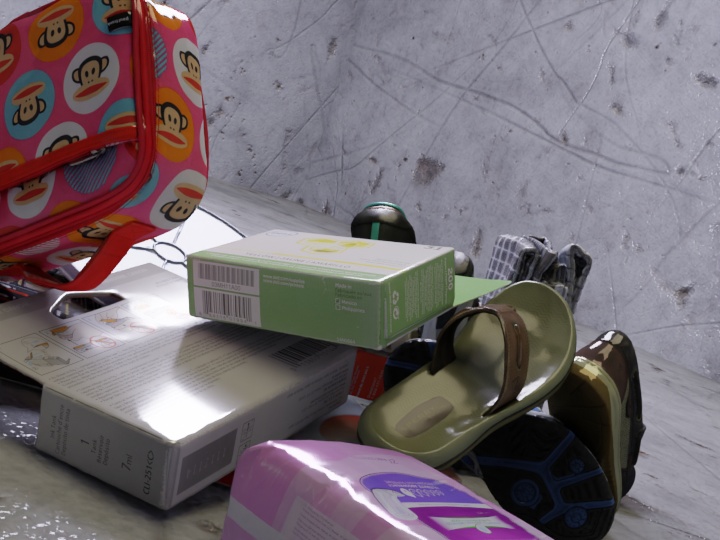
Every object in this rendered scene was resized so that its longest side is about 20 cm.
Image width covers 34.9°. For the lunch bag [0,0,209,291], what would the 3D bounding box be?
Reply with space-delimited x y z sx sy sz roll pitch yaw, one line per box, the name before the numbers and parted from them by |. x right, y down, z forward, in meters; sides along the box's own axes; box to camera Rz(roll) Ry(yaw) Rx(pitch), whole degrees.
lunch bag | -0.189 -0.071 0.721 0.199 0.177 0.082 -18 -21 28

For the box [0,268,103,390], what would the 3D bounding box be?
box | -0.258 0.023 0.807 0.157 0.050 0.200 19 6 -18

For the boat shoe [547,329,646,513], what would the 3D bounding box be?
boat shoe | 0.179 0.119 0.844 0.072 0.066 0.201 36 -25 33

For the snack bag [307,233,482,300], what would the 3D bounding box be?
snack bag | -0.014 0.037 1.068 0.188 0.021 0.200 19 -36 -19

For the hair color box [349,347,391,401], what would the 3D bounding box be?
hair color box | -0.068 0.068 0.979 0.199 0.064 0.111 16 8 -30

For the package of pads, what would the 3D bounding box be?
package of pads | 0.037 0.146 0.520 0.120 0.076 0.200 10 11 -46

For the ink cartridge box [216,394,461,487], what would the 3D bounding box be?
ink cartridge box | -0.049 0.105 0.758 0.199 0.050 0.162 22 5 -17

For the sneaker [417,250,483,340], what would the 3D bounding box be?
sneaker | 0.089 0.065 0.928 0.079 0.201 0.074 7 43 17

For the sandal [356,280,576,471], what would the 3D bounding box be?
sandal | 0.077 0.059 0.730 0.080 0.058 0.201 25 40 28

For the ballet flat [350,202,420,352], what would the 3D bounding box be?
ballet flat | 0.028 0.027 0.970 0.068 0.069 0.200 -4 -37 17

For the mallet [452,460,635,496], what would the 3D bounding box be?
mallet | 0.159 0.169 0.973 0.199 0.041 0.066 7 15 -46

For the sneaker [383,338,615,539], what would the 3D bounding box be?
sneaker | 0.104 0.116 0.821 0.200 0.076 0.077 44 8 0

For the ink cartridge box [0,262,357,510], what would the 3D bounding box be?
ink cartridge box | -0.124 0.059 0.702 0.176 0.045 0.200 21 20 24

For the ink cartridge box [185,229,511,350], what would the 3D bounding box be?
ink cartridge box | 0.000 0.000 0.773 0.145 0.048 0.200 7 16 29

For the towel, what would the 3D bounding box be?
towel | 0.143 0.061 1.075 0.085 0.201 0.166 19 4 4

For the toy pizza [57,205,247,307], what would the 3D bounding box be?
toy pizza | -0.150 -0.002 0.872 0.199 0.032 0.200 23 26 -12
